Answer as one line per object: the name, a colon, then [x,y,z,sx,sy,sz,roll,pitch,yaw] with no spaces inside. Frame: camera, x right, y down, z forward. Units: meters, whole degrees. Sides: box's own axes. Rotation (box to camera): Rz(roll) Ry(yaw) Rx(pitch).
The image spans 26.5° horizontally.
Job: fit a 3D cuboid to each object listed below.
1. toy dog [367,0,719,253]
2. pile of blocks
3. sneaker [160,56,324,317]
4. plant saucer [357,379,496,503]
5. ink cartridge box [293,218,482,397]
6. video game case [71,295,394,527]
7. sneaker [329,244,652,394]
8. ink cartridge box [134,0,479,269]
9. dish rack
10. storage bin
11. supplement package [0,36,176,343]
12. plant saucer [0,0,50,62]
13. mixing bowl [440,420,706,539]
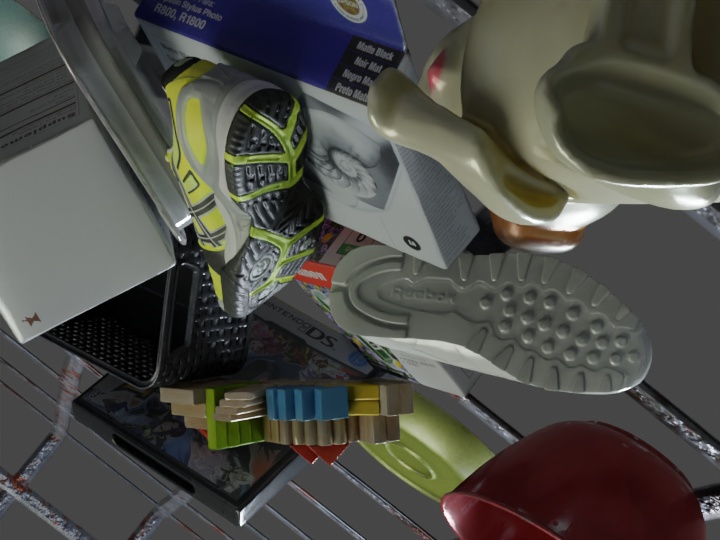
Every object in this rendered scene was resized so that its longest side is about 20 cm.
toy dog: [0.098,-0.080,0.602,0.193,0.141,0.200,5,171,-22]
pile of blocks: [-0.056,0.115,1.136,0.199,0.063,0.082,-2,-177,24]
sneaker: [-0.072,-0.050,0.901,0.076,0.075,0.201,38,149,24]
plant saucer: [0.051,0.159,1.368,0.199,0.031,0.200,34,161,13]
ink cartridge box: [0.000,0.000,1.053,0.109,0.050,0.200,12,150,52]
video game case: [-0.101,0.098,1.247,0.180,0.200,0.026,28,138,26]
sneaker: [0.082,0.031,0.934,0.199,0.077,0.081,16,168,19]
ink cartridge box: [-0.039,-0.103,0.882,0.199,0.041,0.200,24,154,35]
dish rack: [-0.149,-0.129,0.951,0.172,0.043,0.200,64,-179,39]
storage bin: [-0.181,-0.001,1.210,0.199,0.136,0.093,21,-162,40]
supplement package: [-0.206,-0.065,1.019,0.200,0.117,0.117,-114,-2,-61]
plant saucer: [-0.265,-0.147,1.209,0.200,0.039,0.201,33,160,14]
mixing bowl: [0.167,0.178,1.078,0.200,0.109,0.200,33,160,13]
